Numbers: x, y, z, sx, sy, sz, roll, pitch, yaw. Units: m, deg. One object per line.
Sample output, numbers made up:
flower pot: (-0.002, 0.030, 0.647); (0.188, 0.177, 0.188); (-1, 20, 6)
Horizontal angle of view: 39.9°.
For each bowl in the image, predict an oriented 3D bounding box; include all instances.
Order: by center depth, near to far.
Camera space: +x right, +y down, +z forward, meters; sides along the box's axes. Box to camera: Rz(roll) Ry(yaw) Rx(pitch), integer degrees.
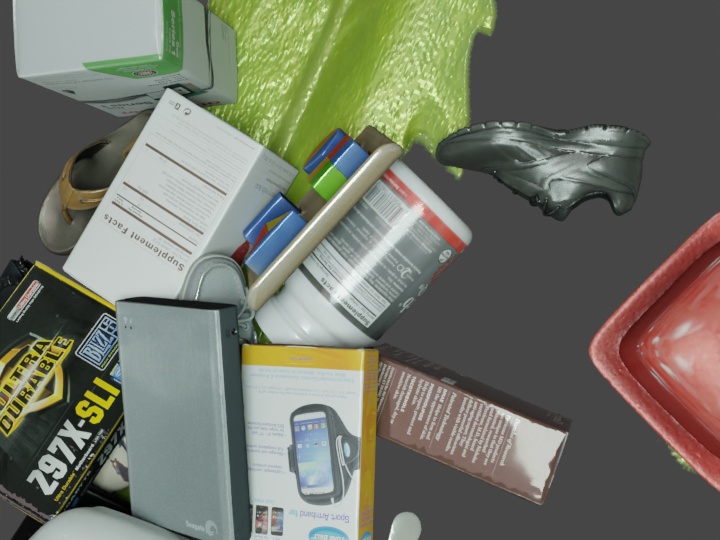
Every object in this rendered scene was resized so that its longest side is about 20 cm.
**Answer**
bowl: (-0.197, 0.294, 0.894); (0.198, 0.201, 0.075); (19, 46, 8)

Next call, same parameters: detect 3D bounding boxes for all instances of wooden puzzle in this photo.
wooden puzzle: (-0.048, -0.062, 0.907); (0.046, 0.200, 0.185); (41, 95, -11)

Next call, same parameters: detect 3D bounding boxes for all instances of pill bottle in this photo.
pill bottle: (0.000, 0.000, 0.934); (0.116, 0.116, 0.200); (45, 96, 13)

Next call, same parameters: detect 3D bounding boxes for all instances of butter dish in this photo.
butter dish: (0.323, 0.068, 0.839); (0.200, 0.148, 0.200); (-45, 77, 5)

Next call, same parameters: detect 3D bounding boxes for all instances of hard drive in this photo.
hard drive: (-0.155, 0.128, 0.864); (0.139, 0.033, 0.202); (2, 99, 41)

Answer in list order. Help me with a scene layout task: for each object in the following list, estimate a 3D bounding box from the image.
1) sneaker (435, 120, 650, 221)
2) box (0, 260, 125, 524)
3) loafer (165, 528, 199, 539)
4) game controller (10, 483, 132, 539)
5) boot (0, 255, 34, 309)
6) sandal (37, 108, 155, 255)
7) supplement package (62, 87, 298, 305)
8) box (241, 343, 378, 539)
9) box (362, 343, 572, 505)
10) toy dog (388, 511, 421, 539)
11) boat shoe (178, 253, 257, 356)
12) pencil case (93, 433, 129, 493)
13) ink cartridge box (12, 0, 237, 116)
sneaker: (0.167, -0.093, 0.930); (0.198, 0.076, 0.092); (5, 93, 15)
box: (-0.294, 0.115, 0.930); (0.159, 0.049, 0.201); (29, 70, 7)
loafer: (-0.146, 0.217, 0.966); (0.200, 0.076, 0.068); (-43, 83, 6)
game controller: (-0.296, 0.286, 0.975); (0.104, 0.042, 0.200); (34, 112, -8)
boot: (-0.355, 0.098, 1.003); (0.168, 0.076, 0.200); (-47, 51, 7)
sandal: (-0.270, -0.095, 1.028); (0.199, 0.055, 0.082); (-36, 77, 18)
supplement package: (-0.172, -0.051, 0.974); (0.119, 0.121, 0.201); (31, 92, 13)
box: (-0.047, 0.166, 0.858); (0.118, 0.041, 0.202); (1, 89, 23)
box: (0.088, 0.136, 0.908); (0.199, 0.100, 0.075); (23, 93, 13)
toy dog: (-0.009, 0.249, 0.929); (0.131, 0.096, 0.201); (-24, 91, 34)
boat shoe: (-0.125, 0.087, 0.900); (0.074, 0.065, 0.204); (3, 91, -31)
pencil case: (-0.228, 0.165, 0.988); (0.199, 0.078, 0.090); (-24, 101, 10)
ink cartridge box: (-0.217, -0.212, 0.961); (0.145, 0.200, 0.085); (-4, 87, 13)
